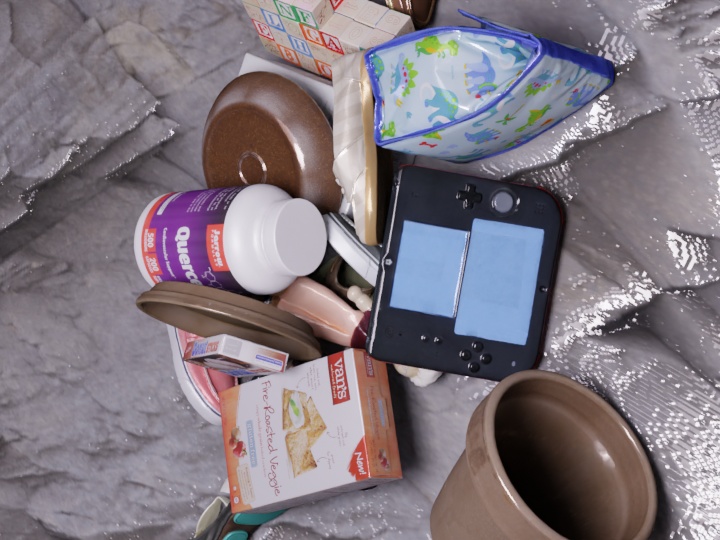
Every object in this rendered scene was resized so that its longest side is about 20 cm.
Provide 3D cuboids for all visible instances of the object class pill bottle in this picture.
[{"bbox_3d":[-0.133,-0.030,1.596,0.199,0.112,0.113,-3,85,42],"label":"pill bottle"}]

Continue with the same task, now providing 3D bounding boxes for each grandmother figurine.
[{"bbox_3d":[-0.002,0.065,1.635,0.199,0.121,0.061,25,67,13],"label":"grandmother figurine"}]

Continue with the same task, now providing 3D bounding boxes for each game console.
[{"bbox_3d":[0.105,0.005,1.564,0.176,0.031,0.202,10,92,-6],"label":"game console"}]

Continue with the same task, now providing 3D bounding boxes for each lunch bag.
[{"bbox_3d":[0.130,-0.187,1.535,0.199,0.170,0.128,-11,83,33],"label":"lunch bag"}]

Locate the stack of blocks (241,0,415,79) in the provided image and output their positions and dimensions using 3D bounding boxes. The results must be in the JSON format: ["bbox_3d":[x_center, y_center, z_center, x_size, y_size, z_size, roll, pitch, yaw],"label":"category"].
[{"bbox_3d":[-0.032,-0.265,1.674,0.199,0.115,0.059,27,68,31],"label":"stack of blocks"}]

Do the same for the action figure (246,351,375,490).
[{"bbox_3d":[-0.059,0.161,1.701,0.200,0.069,0.131,36,113,34],"label":"action figure"}]

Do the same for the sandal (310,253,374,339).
[{"bbox_3d":[0.000,-0.001,1.675,0.201,0.057,0.080,-39,66,26],"label":"sandal"}]

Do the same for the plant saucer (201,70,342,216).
[{"bbox_3d":[-0.105,-0.109,1.645,0.199,0.037,0.202,15,115,36],"label":"plant saucer"}]

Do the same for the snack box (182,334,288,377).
[{"bbox_3d":[-0.136,0.092,1.646,0.200,0.071,0.024,163,122,-72],"label":"snack box"}]

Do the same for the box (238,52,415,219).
[{"bbox_3d":[-0.046,-0.144,1.693,0.199,0.097,0.125,26,101,32],"label":"box"}]

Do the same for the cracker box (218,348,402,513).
[{"bbox_3d":[-0.056,0.171,1.617,0.199,0.058,0.135,-20,71,36],"label":"cracker box"}]

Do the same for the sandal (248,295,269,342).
[{"bbox_3d":[-0.107,0.001,1.740,0.054,0.080,0.201,-7,68,-2],"label":"sandal"}]

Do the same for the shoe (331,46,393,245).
[{"bbox_3d":[0.000,-0.124,1.568,0.053,0.070,0.202,-3,84,17],"label":"shoe"}]

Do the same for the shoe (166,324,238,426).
[{"bbox_3d":[-0.167,0.071,1.773,0.091,0.071,0.201,-36,64,33],"label":"shoe"}]

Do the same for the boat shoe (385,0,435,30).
[{"bbox_3d":[0.069,-0.357,1.646,0.067,0.072,0.202,4,86,36],"label":"boat shoe"}]

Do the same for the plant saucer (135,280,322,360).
[{"bbox_3d":[-0.132,0.051,1.587,0.199,0.200,0.030,9,77,34],"label":"plant saucer"}]

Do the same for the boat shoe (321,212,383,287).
[{"bbox_3d":[0.045,-0.006,1.609,0.200,0.072,0.071,37,96,-10],"label":"boat shoe"}]

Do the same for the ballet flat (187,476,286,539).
[{"bbox_3d":[-0.139,0.272,1.747,0.200,0.068,0.069,-46,55,22],"label":"ballet flat"}]

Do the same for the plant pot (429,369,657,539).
[{"bbox_3d":[0.156,0.224,1.492,0.175,0.199,0.201,-46,63,41],"label":"plant pot"}]
